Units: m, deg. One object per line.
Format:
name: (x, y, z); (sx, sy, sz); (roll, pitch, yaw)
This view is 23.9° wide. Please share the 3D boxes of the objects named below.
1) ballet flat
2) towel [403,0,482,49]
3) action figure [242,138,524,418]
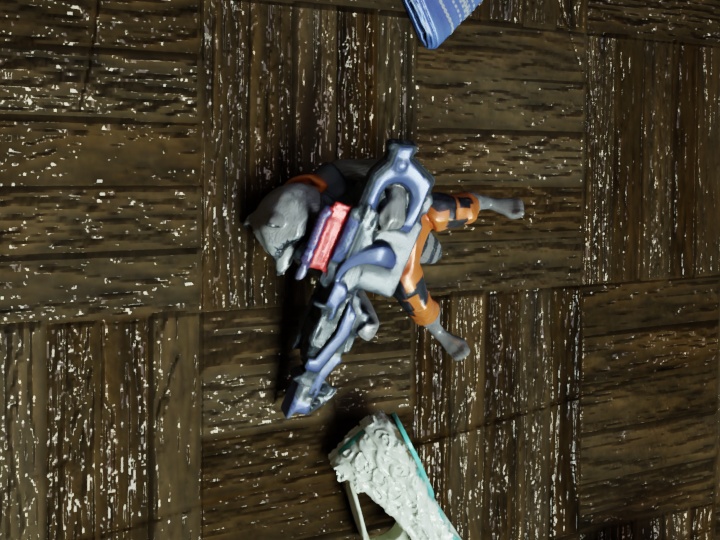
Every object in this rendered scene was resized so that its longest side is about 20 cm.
ballet flat: (0.035, 0.184, 1.198); (0.072, 0.071, 0.201); (-48, 122, -32)
towel: (0.078, -0.271, 1.228); (0.200, 0.024, 0.145); (-48, 125, -32)
action figure: (0.000, 0.000, 1.144); (0.193, 0.105, 0.201); (20, 105, -37)
